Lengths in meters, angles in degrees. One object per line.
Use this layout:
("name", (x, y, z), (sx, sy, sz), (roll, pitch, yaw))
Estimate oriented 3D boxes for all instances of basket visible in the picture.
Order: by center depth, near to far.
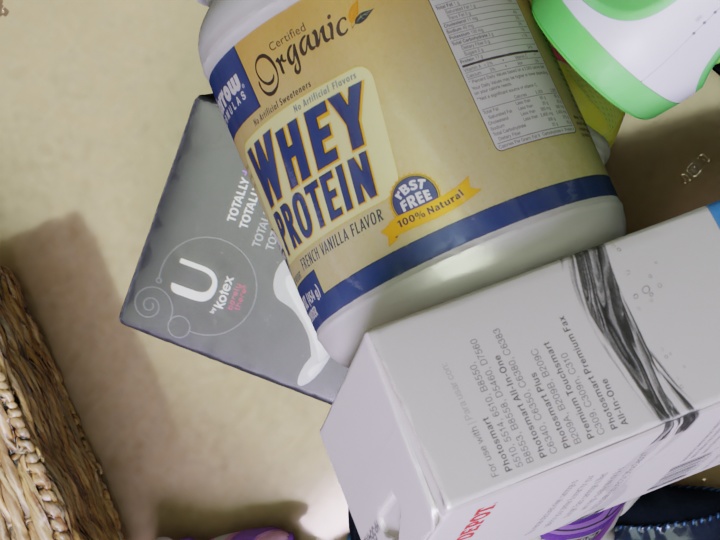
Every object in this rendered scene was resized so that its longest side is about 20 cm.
("basket", (-0.216, 0.110, 1.087), (0.149, 0.143, 0.200), (-23, 90, 3))

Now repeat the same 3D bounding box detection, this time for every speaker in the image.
("speaker", (0.165, -0.156, 0.893), (0.088, 0.088, 0.200), (44, 109, -2))

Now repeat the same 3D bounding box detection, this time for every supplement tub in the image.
("supplement tub", (0.015, -0.072, 0.942), (0.144, 0.144, 0.200), (-25, 81, 9))

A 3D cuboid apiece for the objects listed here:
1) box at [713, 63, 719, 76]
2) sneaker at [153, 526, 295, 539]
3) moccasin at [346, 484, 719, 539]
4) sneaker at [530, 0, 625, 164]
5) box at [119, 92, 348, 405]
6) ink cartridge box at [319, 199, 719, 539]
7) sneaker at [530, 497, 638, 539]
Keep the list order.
("box", (0.260, -0.133, 0.969), (0.123, 0.200, 0.198), (39, 101, -12))
("sneaker", (-0.038, 0.216, 1.105), (0.088, 0.080, 0.200), (-22, 74, -6))
("moccasin", (0.090, 0.120, 1.090), (0.200, 0.080, 0.068), (-4, 102, 6))
("sneaker", (0.047, -0.113, 1.074), (0.200, 0.078, 0.090), (31, 70, 9))
("box", (0.000, 0.000, 1.070), (0.200, 0.106, 0.122), (21, 98, 3))
("ink cartridge box", (0.094, 0.050, 0.906), (0.200, 0.146, 0.084), (-19, 73, -16))
("sneaker", (0.130, 0.066, 1.036), (0.081, 0.200, 0.083), (31, 143, 7))
